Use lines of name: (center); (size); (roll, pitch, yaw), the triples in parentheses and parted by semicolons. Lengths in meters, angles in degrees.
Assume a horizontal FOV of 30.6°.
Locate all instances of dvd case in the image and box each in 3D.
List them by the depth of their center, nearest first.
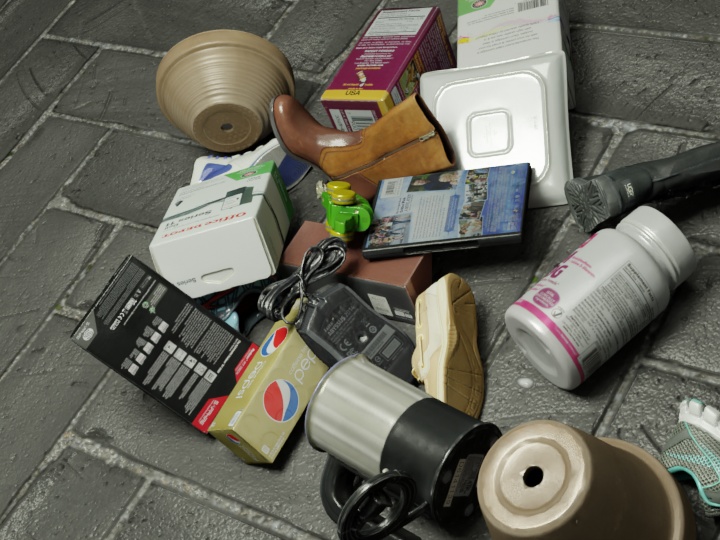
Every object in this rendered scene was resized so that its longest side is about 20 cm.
dvd case: (0.106, -0.073, 1.604); (0.198, 0.018, 0.143); (-6, 40, 17)

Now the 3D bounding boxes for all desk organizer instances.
desk organizer: (0.000, 0.000, 1.639); (0.199, 0.072, 0.077); (11, 54, 34)

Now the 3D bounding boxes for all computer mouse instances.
computer mouse: (-0.015, 0.070, 1.546); (0.200, 0.053, 0.138); (45, 65, 5)

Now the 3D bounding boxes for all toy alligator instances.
toy alligator: (-0.017, -0.081, 1.640); (0.054, 0.060, 0.200); (0, 17, -9)

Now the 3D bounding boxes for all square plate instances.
square plate: (0.168, -0.173, 1.674); (0.197, 0.028, 0.202); (-7, 78, 22)

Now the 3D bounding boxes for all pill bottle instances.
pill bottle: (0.266, 0.027, 1.447); (0.200, 0.114, 0.113); (-39, 45, -11)

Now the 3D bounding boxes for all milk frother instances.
milk frother: (0.011, 0.188, 1.356); (0.187, 0.200, 0.181); (24, 81, 37)

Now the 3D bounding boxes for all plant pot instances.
plant pot: (0.193, 0.226, 1.238); (0.199, 0.175, 0.201); (-19, 50, 24)
plant pot: (-0.190, -0.234, 1.856); (0.199, 0.201, 0.093); (-16, 50, 14)

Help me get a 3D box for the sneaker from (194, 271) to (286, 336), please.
sneaker: (-0.186, 0.058, 1.675); (0.199, 0.080, 0.096); (-32, 46, -3)

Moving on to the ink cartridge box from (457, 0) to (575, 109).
ink cartridge box: (0.211, -0.298, 1.790); (0.144, 0.084, 0.201); (-12, 47, 18)

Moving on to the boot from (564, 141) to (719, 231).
boot: (0.355, -0.109, 1.548); (0.199, 0.066, 0.165); (-21, 5, -8)

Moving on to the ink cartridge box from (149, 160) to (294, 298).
ink cartridge box: (-0.173, -0.052, 1.675); (0.145, 0.084, 0.200); (-15, 23, 10)

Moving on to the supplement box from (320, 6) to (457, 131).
supplement box: (0.046, -0.247, 1.785); (0.103, 0.131, 0.201); (5, 48, 31)

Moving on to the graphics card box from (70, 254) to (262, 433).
graphics card box: (-0.233, 0.088, 1.579); (0.126, 0.199, 0.051); (-55, 14, -6)

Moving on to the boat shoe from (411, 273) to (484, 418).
boat shoe: (0.094, 0.103, 1.504); (0.069, 0.074, 0.201); (-26, 47, 37)

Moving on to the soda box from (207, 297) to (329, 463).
soda box: (-0.093, 0.128, 1.559); (0.064, 0.068, 0.201); (-12, 40, 55)

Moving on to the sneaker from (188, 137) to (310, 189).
sneaker: (-0.175, -0.137, 1.844); (0.199, 0.081, 0.115); (-38, 47, -7)

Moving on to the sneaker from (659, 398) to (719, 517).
sneaker: (0.373, 0.209, 1.273); (0.200, 0.077, 0.092); (33, 86, 46)

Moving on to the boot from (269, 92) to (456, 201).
boot: (-0.002, -0.176, 1.678); (0.199, 0.189, 0.069); (-22, 17, 41)
